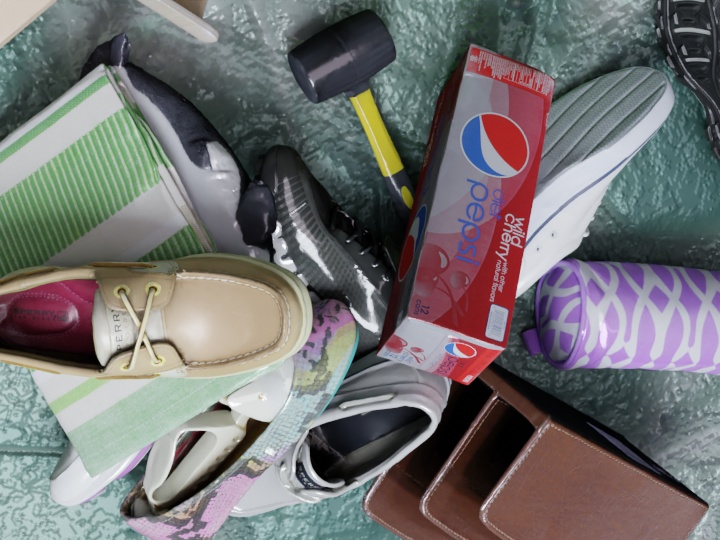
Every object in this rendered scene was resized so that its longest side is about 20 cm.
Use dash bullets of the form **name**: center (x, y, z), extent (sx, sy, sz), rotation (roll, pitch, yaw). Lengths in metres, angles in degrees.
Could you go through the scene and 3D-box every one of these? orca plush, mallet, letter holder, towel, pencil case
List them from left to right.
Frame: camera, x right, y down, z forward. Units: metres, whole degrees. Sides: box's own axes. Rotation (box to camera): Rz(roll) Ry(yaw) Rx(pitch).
- **towel**: center (-0.150, 0.002, 0.721), extent (0.152, 0.023, 0.200), rotation (-31, 88, 19)
- **orca plush**: center (-0.103, -0.045, 0.749), extent (0.105, 0.071, 0.200), rotation (-43, 83, 19)
- **mallet**: center (0.010, -0.069, 0.814), extent (0.066, 0.041, 0.200), rotation (-23, 114, -11)
- **letter holder**: center (0.118, 0.165, 0.846), extent (0.200, 0.101, 0.142), rotation (31, 96, -39)
- **pencil case**: center (0.220, 0.040, 0.883), extent (0.200, 0.084, 0.086), rotation (6, 138, -16)

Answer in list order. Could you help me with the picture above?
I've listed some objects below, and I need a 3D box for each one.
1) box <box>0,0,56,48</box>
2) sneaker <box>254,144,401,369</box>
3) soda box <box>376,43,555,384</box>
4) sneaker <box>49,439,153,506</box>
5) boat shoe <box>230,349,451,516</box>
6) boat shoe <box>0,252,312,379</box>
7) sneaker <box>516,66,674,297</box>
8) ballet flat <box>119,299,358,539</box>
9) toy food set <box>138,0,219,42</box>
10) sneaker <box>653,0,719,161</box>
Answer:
- **box**: center (-0.244, -0.152, 0.688), extent (0.200, 0.078, 0.095), rotation (-43, 112, -3)
- **sneaker**: center (0.000, 0.000, 0.799), extent (0.090, 0.066, 0.200), rotation (-16, 115, 15)
- **soda box**: center (0.068, -0.036, 0.762), extent (0.063, 0.070, 0.200), rotation (18, 63, -7)
- **sneaker**: center (-0.156, 0.051, 0.781), extent (0.100, 0.075, 0.200), rotation (30, 86, -15)
- **boat shoe**: center (-0.026, 0.118, 0.795), extent (0.200, 0.066, 0.072), rotation (-28, 114, 23)
- **boat shoe**: center (-0.126, 0.030, 0.669), extent (0.200, 0.066, 0.074), rotation (-4, 97, 19)
- **sneaker**: center (0.138, -0.058, 0.845), extent (0.200, 0.073, 0.071), rotation (-41, 135, -2)
- **ballet flat**: center (-0.080, 0.095, 0.761), extent (0.071, 0.069, 0.200), rotation (25, 110, -43)
- **toy food set**: center (-0.110, -0.242, 0.665), extent (0.143, 0.060, 0.200), rotation (28, 64, -33)
- **sneaker**: center (0.270, -0.147, 0.858), extent (0.079, 0.074, 0.200), rotation (-40, 118, -14)
